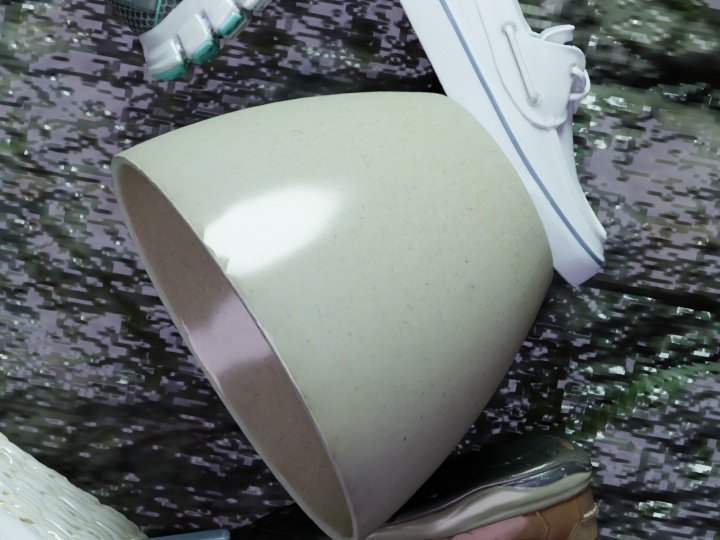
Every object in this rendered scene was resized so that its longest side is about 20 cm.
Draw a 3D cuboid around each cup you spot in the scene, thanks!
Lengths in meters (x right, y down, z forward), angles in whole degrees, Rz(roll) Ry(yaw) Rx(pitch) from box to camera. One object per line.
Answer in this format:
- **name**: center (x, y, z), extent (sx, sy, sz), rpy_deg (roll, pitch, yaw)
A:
- **cup**: center (0.000, 0.000, 1.023), extent (0.143, 0.200, 0.201), rpy_deg (-32, 98, -13)

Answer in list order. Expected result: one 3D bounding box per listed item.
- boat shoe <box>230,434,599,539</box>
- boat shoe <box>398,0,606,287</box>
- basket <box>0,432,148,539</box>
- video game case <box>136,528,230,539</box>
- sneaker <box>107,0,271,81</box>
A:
- **boat shoe**: center (0.020, 0.141, 1.090), extent (0.199, 0.076, 0.074), rpy_deg (-16, 102, 4)
- **boat shoe**: center (0.072, -0.090, 1.053), extent (0.065, 0.074, 0.201), rpy_deg (-28, 100, 7)
- **basket**: center (-0.223, 0.162, 1.051), extent (0.198, 0.161, 0.200), rpy_deg (35, 98, -5)
- **video game case**: center (-0.144, 0.192, 0.969), extent (0.199, 0.019, 0.144), rpy_deg (-7, 99, -1)
- **sneaker**: center (-0.047, -0.182, 1.042), extent (0.200, 0.078, 0.091), rpy_deg (-44, 92, 5)
